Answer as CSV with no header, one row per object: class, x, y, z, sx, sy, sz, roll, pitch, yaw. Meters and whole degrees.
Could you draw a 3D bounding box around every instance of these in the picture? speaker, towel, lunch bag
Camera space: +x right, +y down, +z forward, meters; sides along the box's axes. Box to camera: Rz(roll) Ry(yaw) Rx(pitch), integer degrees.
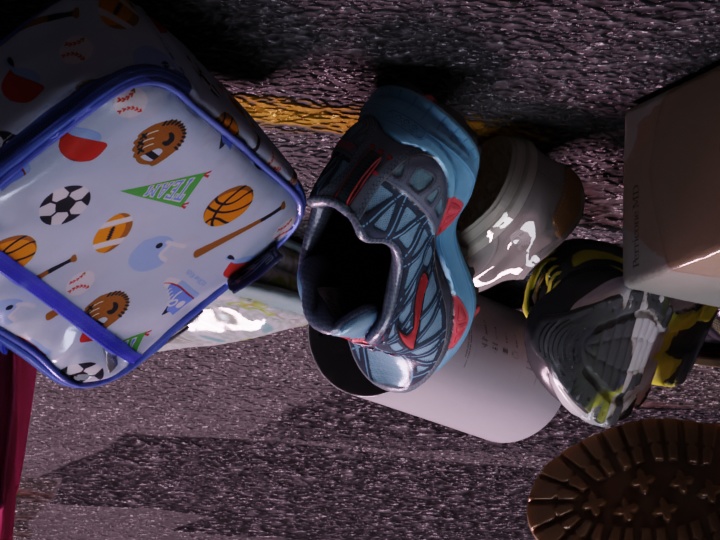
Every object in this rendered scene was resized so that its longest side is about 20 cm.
speaker,0.047,0.047,1.690,0.081,0.081,0.200,-6,168,24
towel,-0.131,0.003,1.622,0.171,0.048,0.200,-8,162,29
lunch bag,-0.120,-0.027,1.310,0.160,0.076,0.200,-39,148,4

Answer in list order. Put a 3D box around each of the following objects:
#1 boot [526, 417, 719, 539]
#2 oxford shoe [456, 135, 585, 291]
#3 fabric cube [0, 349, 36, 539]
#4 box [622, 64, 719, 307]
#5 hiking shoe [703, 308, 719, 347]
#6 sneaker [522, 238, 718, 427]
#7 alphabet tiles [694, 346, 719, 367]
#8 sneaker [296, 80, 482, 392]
boot,0.175,0.111,1.460,0.199,0.075,0.107,-10,168,-8
oxford shoe,0.049,-0.011,1.501,0.058,0.075,0.200,21,153,-22
fabric cube,-0.263,0.061,1.467,0.196,0.201,0.200,6,152,-4
box,0.202,-0.049,1.318,0.078,0.095,0.200,10,161,-27
hiking shoe,0.192,0.008,1.560,0.100,0.076,0.200,-1,167,-16
sneaker,0.111,0.026,1.454,0.084,0.075,0.200,23,-171,21
alphabet tiles,0.196,0.041,1.697,0.166,0.006,0.200,5,-175,-18
sneaker,0.000,0.000,1.404,0.079,0.096,0.200,29,148,22
